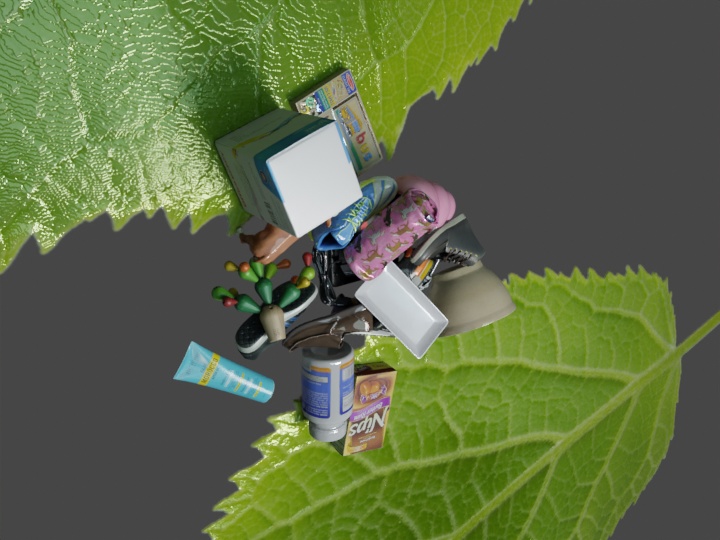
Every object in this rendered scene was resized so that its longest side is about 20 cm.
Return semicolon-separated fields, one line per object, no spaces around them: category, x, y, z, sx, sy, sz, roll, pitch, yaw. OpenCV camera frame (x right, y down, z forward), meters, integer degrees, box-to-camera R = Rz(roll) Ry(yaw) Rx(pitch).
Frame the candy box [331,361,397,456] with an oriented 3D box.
candy box;0.009;0.316;1.568;0.116;0.056;0.201;-2;110;-36

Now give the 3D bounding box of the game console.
game console;0.005;-0.074;1.432;0.176;0.031;0.201;-14;115;-28

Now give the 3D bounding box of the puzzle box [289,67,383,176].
puzzle box;-0.041;-0.268;1.321;0.133;0.025;0.200;-38;126;-19

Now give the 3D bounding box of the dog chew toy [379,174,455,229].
dog chew toy;0.127;-0.132;1.405;0.200;0.124;0.125;-7;113;-52

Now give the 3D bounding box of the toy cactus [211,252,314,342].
toy cactus;-0.170;0.049;1.284;0.199;0.102;0.166;-13;83;-25

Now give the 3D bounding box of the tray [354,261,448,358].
tray;0.083;0.077;1.397;0.200;0.022;0.107;45;72;-16

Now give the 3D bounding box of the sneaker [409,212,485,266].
sneaker;0.191;-0.040;1.441;0.200;0.075;0.106;-36;87;-41

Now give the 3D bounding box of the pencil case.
pencil case;0.057;-0.065;1.295;0.200;0.087;0.083;-40;156;28

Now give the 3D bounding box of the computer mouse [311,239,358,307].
computer mouse;0.000;0.000;1.391;0.199;0.046;0.141;-13;102;-31

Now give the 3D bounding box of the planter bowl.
planter bowl;0.237;0.054;1.562;0.200;0.200;0.135;-21;92;-28

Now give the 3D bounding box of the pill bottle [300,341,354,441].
pill bottle;-0.070;0.255;1.451;0.112;0.112;0.201;-12;115;-32

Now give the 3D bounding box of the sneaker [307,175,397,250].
sneaker;-0.011;-0.097;1.301;0.200;0.105;0.076;-30;130;17

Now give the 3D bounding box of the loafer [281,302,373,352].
loafer;-0.063;0.127;1.385;0.199;0.073;0.071;-22;82;4

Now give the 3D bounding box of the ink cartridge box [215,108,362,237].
ink cartridge box;-0.126;-0.175;1.182;0.146;0.200;0.147;-34;125;-22

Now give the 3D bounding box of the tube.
tube;-0.262;0.205;1.339;0.200;0.050;0.078;28;83;-34

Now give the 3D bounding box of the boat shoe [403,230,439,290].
boat shoe;0.130;0.007;1.524;0.072;0.068;0.200;34;86;-39

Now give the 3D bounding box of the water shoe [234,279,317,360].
water shoe;-0.167;0.093;1.358;0.200;0.071;0.079;-40;156;-21

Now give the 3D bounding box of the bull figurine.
bull figurine;-0.132;-0.089;1.262;0.200;0.121;0.065;-38;127;-18

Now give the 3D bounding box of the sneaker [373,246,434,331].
sneaker;0.067;0.034;1.454;0.090;0.070;0.200;38;76;4

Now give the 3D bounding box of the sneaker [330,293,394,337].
sneaker;0.027;0.093;1.485;0.199;0.076;0.088;6;98;-37
